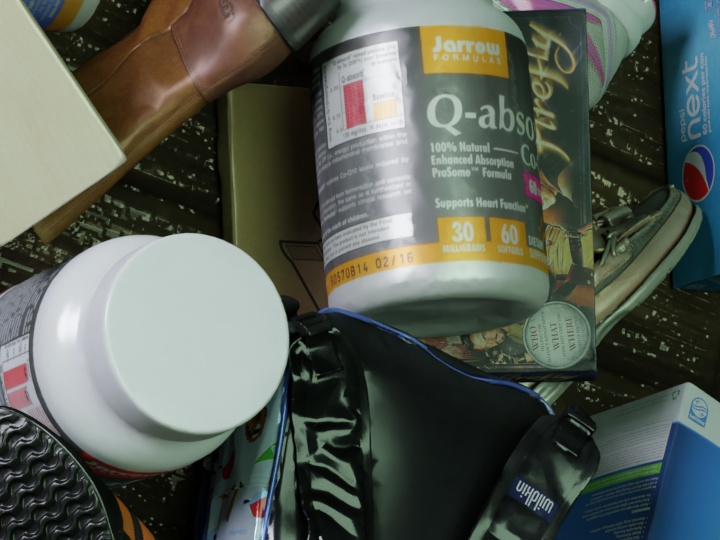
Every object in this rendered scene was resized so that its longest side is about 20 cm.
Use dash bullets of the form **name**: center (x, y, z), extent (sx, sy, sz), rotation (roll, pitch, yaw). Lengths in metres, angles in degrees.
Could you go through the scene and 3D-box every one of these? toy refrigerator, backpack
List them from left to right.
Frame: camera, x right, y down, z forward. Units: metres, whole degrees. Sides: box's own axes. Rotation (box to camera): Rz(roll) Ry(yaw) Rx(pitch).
- **toy refrigerator**: center (-0.198, -0.118, 1.325), extent (0.076, 0.070, 0.200), rotation (-34, 102, -2)
- **backpack**: center (-0.001, 0.136, 1.418), extent (0.199, 0.154, 0.191), rotation (22, 62, -21)

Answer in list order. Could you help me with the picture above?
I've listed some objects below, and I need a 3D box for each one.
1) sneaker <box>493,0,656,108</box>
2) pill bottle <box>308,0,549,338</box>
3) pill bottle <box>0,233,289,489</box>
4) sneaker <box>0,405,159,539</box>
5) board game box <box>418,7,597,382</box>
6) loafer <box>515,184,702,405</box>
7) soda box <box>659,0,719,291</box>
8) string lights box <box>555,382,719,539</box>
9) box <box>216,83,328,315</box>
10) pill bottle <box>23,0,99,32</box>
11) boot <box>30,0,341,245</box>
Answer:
- **sneaker**: center (0.075, -0.152, 1.580), extent (0.199, 0.081, 0.089), rotation (27, 67, -20)
- **pill bottle**: center (0.033, -0.072, 1.447), extent (0.116, 0.116, 0.201), rotation (2, 76, -27)
- **pill bottle**: center (-0.120, 0.046, 1.370), extent (0.115, 0.200, 0.117), rotation (6, 77, -26)
- **sneaker**: center (-0.122, 0.148, 1.331), extent (0.070, 0.090, 0.200), rotation (-43, 87, 2)
- **board game box**: center (0.059, -0.040, 1.515), extent (0.135, 0.035, 0.201), rotation (-2, 78, 4)
- **loafer**: center (0.122, 0.007, 1.572), extent (0.063, 0.072, 0.200), rotation (49, 57, -9)
- **soda box**: center (0.223, -0.091, 1.652), extent (0.064, 0.068, 0.201), rotation (5, 78, -27)
- **string lights box**: center (0.142, 0.169, 1.519), extent (0.059, 0.103, 0.201), rotation (33, 58, -25)
- **box**: center (0.000, 0.000, 1.544), extent (0.163, 0.021, 0.201), rotation (3, 78, -28)
- **pill bottle**: center (-0.232, -0.182, 1.408), extent (0.199, 0.112, 0.113), rotation (2, 79, -26)
- **boot**: center (-0.121, -0.110, 1.462), extent (0.200, 0.188, 0.069), rotation (-40, 129, -2)
